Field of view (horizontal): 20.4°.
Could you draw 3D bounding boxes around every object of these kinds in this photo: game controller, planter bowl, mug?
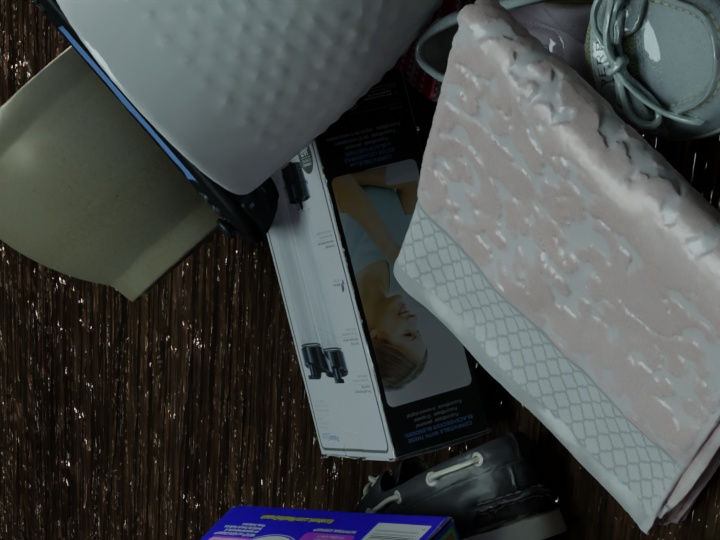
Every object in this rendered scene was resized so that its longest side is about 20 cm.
[{"bbox_3d":[-0.119,-0.095,1.080,0.200,0.042,0.104,50,166,-11],"label":"game controller"},{"bbox_3d":[-0.136,-0.067,1.224,0.135,0.200,0.200,49,149,-2],"label":"planter bowl"},{"bbox_3d":[-0.053,-0.166,0.956,0.200,0.175,0.148,49,-171,-10],"label":"mug"}]

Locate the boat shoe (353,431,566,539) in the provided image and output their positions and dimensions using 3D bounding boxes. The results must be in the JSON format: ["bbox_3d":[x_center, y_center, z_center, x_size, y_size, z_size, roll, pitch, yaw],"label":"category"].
[{"bbox_3d":[0.034,0.130,1.088,0.200,0.074,0.060,-24,79,58],"label":"boat shoe"}]

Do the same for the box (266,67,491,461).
[{"bbox_3d":[0.000,0.000,1.089,0.117,0.060,0.200,167,89,-69],"label":"box"}]

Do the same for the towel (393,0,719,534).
[{"bbox_3d":[0.097,0.004,0.902,0.200,0.032,0.191,47,148,22],"label":"towel"}]

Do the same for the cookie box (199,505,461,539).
[{"bbox_3d":[0.007,0.227,1.047,0.171,0.075,0.200,-4,117,46],"label":"cookie box"}]

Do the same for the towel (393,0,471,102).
[{"bbox_3d":[0.005,-0.197,1.069,0.200,0.022,0.145,46,136,42],"label":"towel"}]

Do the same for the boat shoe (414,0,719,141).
[{"bbox_3d":[0.102,-0.095,0.888,0.202,0.065,0.075,20,118,57],"label":"boat shoe"}]
